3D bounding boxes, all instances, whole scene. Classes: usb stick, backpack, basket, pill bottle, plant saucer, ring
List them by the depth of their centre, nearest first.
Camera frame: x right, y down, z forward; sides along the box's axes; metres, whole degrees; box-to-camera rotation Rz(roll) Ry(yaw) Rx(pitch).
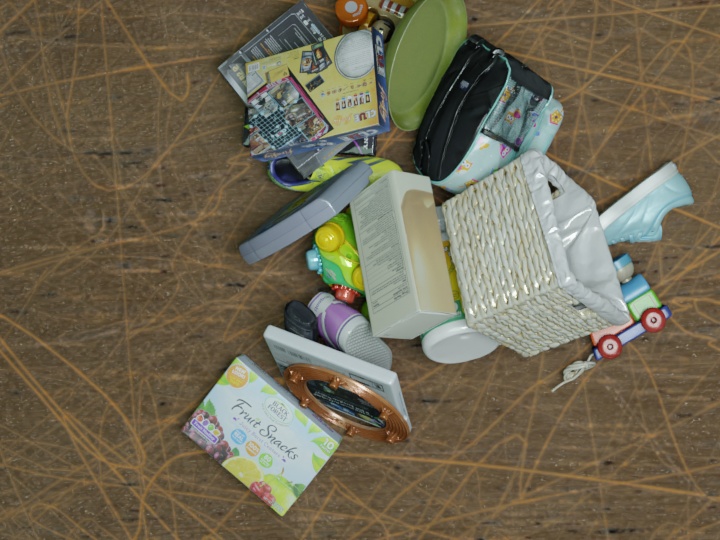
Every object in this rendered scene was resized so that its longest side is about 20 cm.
[{"bbox_3d":[0.227,-0.017,1.473,0.160,0.198,0.202,-24,61,27],"label":"basket"},{"bbox_3d":[0.168,-0.195,1.541,0.153,0.176,0.201,28,102,-31],"label":"backpack"},{"bbox_3d":[0.083,-0.293,1.545,0.031,0.200,0.202,24,96,26],"label":"plant saucer"},{"bbox_3d":[0.125,0.017,1.562,0.112,0.113,0.202,-13,62,8],"label":"pill bottle"},{"bbox_3d":[-0.023,0.194,1.586,0.199,0.201,0.019,27,66,5],"label":"ring"},{"bbox_3d":[-0.084,0.098,1.587,0.055,0.200,0.033,40,69,14],"label":"usb stick"}]

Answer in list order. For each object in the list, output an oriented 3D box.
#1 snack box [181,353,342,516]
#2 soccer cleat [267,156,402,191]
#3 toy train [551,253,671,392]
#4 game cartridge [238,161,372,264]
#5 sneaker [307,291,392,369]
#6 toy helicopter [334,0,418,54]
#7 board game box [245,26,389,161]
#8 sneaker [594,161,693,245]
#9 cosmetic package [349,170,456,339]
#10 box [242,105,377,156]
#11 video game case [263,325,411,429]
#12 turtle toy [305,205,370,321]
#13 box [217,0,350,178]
[{"bbox_3d":[-0.146,0.243,1.668,0.199,0.053,0.143,39,96,3],"label":"snack box"},{"bbox_3d":[-0.038,-0.137,1.617,0.198,0.084,0.066,6,94,6],"label":"soccer cleat"},{"bbox_3d":[0.326,0.072,1.586,0.199,0.085,0.116,-32,85,8],"label":"toy train"},{"bbox_3d":[-0.081,-0.076,1.558,0.199,0.134,0.041,-27,107,42],"label":"game cartridge"},{"bbox_3d":[-0.021,0.097,1.604,0.114,0.201,0.073,35,68,31],"label":"sneaker"},{"bbox_3d":[0.068,-0.362,1.594,0.199,0.079,0.133,-36,74,-6],"label":"toy helicopter"},{"bbox_3d":[-0.060,-0.232,1.497,0.198,0.035,0.137,-10,77,27],"label":"board game box"},{"bbox_3d":[0.381,-0.063,1.575,0.199,0.074,0.082,-39,85,8],"label":"sneaker"},{"bbox_3d":[0.055,-0.019,1.494,0.105,0.071,0.202,-30,62,46],"label":"cosmetic package"},{"bbox_3d":[-0.070,-0.245,1.639,0.197,0.036,0.145,4,94,6],"label":"box"},{"bbox_3d":[-0.029,0.157,1.572,0.198,0.182,0.023,19,64,20],"label":"video game case"},{"bbox_3d":[0.000,0.000,1.603,0.200,0.146,0.101,48,121,3],"label":"turtle toy"},{"bbox_3d":[-0.081,-0.256,1.581,0.158,0.048,0.200,-39,75,-1],"label":"box"}]
